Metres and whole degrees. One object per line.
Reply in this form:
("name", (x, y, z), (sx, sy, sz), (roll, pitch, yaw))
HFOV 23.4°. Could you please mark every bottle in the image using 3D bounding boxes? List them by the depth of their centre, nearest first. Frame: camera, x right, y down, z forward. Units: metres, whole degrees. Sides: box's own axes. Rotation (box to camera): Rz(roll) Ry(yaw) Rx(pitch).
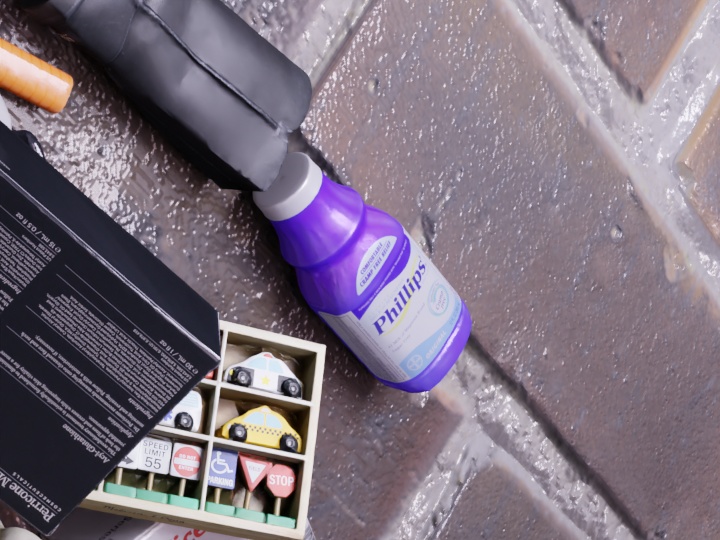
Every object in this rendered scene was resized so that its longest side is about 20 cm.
("bottle", (0.000, 0.000, 1.191), (0.084, 0.065, 0.200), (-55, 130, -19))

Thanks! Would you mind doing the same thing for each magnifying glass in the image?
("magnifying glass", (-0.243, -0.138, 0.965), (0.199, 0.022, 0.080), (28, 80, -44))

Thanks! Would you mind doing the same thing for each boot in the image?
("boot", (-0.092, -0.165, 1.069), (0.200, 0.065, 0.166), (40, 79, -37))

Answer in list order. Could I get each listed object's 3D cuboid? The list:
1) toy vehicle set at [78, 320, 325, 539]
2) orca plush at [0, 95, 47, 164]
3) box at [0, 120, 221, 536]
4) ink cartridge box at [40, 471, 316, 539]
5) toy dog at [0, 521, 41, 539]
("toy vehicle set", (-0.121, 0.086, 1.044), (0.198, 0.026, 0.125), (14, 68, -22))
("orca plush", (-0.213, -0.045, 0.975), (0.071, 0.104, 0.201), (-83, 155, -66))
("box", (-0.192, 0.019, 0.917), (0.141, 0.079, 0.200), (-45, 108, 9))
("ink cartridge box", (-0.099, 0.214, 1.127), (0.146, 0.084, 0.201), (-37, 120, -32))
("toy dog", (-0.237, 0.174, 0.902), (0.200, 0.138, 0.196), (17, 55, -79))
